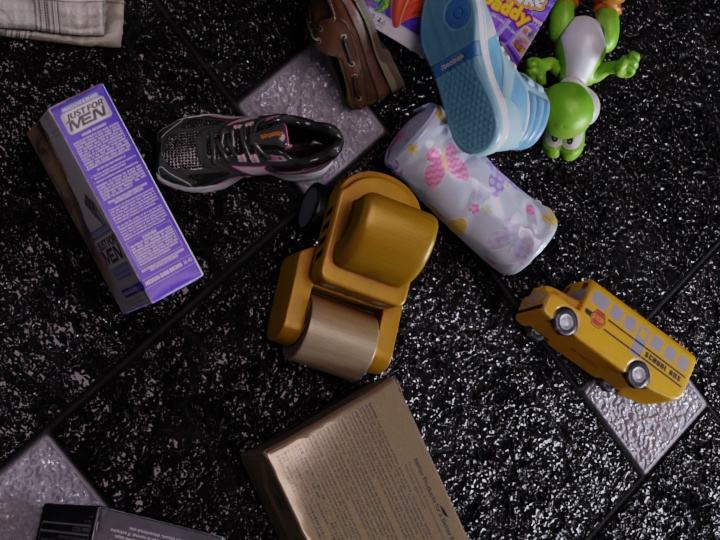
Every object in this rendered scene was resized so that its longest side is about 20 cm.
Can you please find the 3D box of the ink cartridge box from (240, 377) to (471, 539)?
[{"bbox_3d":[-0.002,0.233,1.493,0.164,0.075,0.201,-26,93,-27],"label":"ink cartridge box"}]

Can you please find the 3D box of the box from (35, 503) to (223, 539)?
[{"bbox_3d":[-0.224,0.315,1.310,0.122,0.200,0.200,18,76,-22],"label":"box"}]

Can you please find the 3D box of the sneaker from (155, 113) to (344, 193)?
[{"bbox_3d":[-0.107,-0.129,1.493,0.198,0.086,0.081,-10,85,-25],"label":"sneaker"}]

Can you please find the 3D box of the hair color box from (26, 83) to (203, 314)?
[{"bbox_3d":[-0.233,-0.064,1.411,0.064,0.109,0.201,-28,94,-24],"label":"hair color box"}]

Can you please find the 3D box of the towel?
[{"bbox_3d":[-0.319,-0.320,1.452,0.198,0.034,0.195,3,81,-25],"label":"towel"}]

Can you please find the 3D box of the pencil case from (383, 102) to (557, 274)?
[{"bbox_3d":[0.118,-0.086,1.592,0.200,0.083,0.091,41,82,-13],"label":"pencil case"}]

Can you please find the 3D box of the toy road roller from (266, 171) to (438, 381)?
[{"bbox_3d":[0.000,0.000,1.490,0.122,0.146,0.202,19,75,-21],"label":"toy road roller"}]

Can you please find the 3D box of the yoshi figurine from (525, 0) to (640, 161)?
[{"bbox_3d":[0.238,-0.224,1.643,0.111,0.112,0.202,12,86,-42],"label":"yoshi figurine"}]

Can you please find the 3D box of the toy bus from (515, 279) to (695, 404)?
[{"bbox_3d":[0.270,0.076,1.649,0.199,0.065,0.079,35,69,-16],"label":"toy bus"}]

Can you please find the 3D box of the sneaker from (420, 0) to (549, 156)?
[{"bbox_3d":[0.135,-0.214,1.579,0.130,0.079,0.202,0,77,-51],"label":"sneaker"}]

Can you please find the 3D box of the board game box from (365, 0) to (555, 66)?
[{"bbox_3d":[0.094,-0.290,1.603,0.199,0.045,0.135,28,100,-18],"label":"board game box"}]

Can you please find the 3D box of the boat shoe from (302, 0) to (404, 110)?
[{"bbox_3d":[-0.023,-0.246,1.524,0.068,0.072,0.201,-31,124,0],"label":"boat shoe"}]

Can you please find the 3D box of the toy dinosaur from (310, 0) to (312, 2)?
[{"bbox_3d":[-0.083,-0.378,1.547,0.200,0.086,0.136,45,60,-18],"label":"toy dinosaur"}]
